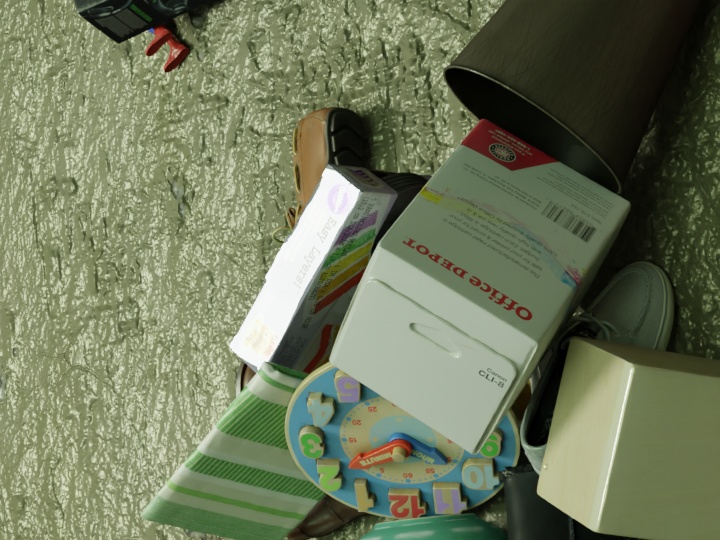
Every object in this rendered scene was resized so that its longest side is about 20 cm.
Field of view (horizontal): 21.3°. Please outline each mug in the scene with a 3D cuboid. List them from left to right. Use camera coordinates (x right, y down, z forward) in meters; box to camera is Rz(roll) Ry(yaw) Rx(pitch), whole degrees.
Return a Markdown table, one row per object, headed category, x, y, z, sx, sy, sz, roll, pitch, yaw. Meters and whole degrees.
| category | x | y | z | sx | sy | sz | roll | pitch | yaw |
| --- | --- | --- | --- | --- | --- | --- | --- | --- | --- |
| mug | 0.047 | 0.269 | 1.619 | 0.185 | 0.152 | 0.115 | -10 | 81 | 25 |

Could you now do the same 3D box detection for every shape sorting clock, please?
| category | x | y | z | sx | sy | sz | roll | pitch | yaw |
| --- | --- | --- | --- | --- | --- | --- | --- | --- | --- |
| shape sorting clock | 0.035 | 0.143 | 1.610 | 0.200 | 0.200 | 0.039 | -31 | 33 | 33 |

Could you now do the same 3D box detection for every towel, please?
| category | x | y | z | sx | sy | sz | roll | pitch | yaw |
| --- | --- | --- | --- | --- | --- | --- | --- | --- | --- |
| towel | -0.078 | 0.164 | 1.671 | 0.200 | 0.152 | 0.023 | -50 | 40 | 29 |

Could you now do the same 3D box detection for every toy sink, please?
| category | x | y | z | sx | sy | sz | roll | pitch | yaw |
| --- | --- | --- | --- | --- | --- | --- | --- | --- | --- |
| toy sink | 0.255 | 0.135 | 1.478 | 0.112 | 0.199 | 0.131 | -153 | 73 | -67 |

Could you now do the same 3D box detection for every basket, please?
| category | x | y | z | sx | sy | sz | roll | pitch | yaw |
| --- | --- | --- | --- | --- | --- | --- | --- | --- | --- |
| basket | 0.188 | -0.191 | 1.527 | 0.200 | 0.180 | 0.136 | -57 | 27 | -9 |

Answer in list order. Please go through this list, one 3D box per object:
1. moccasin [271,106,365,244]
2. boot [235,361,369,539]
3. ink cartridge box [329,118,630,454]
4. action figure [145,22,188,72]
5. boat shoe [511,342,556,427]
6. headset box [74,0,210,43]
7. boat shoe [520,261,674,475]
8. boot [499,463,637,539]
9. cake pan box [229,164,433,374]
| category | x | y | z | sx | sy | sz | roll | pitch | yaw |
| --- | --- | --- | --- | --- | --- | --- | --- | --- | --- |
| moccasin | -0.035 | -0.049 | 1.765 | 0.078 | 0.074 | 0.202 | -14 | 80 | 47 |
| boot | -0.010 | 0.141 | 1.734 | 0.200 | 0.064 | 0.187 | -24 | 85 | 38 |
| ink cartridge box | 0.094 | 0.011 | 1.511 | 0.145 | 0.200 | 0.145 | 32 | 134 | 9 |
| action figure | -0.253 | -0.282 | 1.962 | 0.052 | 0.065 | 0.200 | -44 | 61 | 9 |
| boat shoe | 0.117 | 0.046 | 1.635 | 0.071 | 0.070 | 0.200 | -31 | 68 | 33 |
| headset box | -0.191 | -0.348 | 1.867 | 0.200 | 0.093 | 0.175 | -21 | 72 | 14 |
| boat shoe | 0.189 | 0.073 | 1.536 | 0.070 | 0.072 | 0.201 | 18 | 72 | 35 |
| boot | 0.128 | 0.231 | 1.526 | 0.073 | 0.198 | 0.163 | 108 | 170 | -56 |
| cake pan box | 0.000 | 0.000 | 1.662 | 0.052 | 0.184 | 0.200 | 39 | 110 | 29 |
